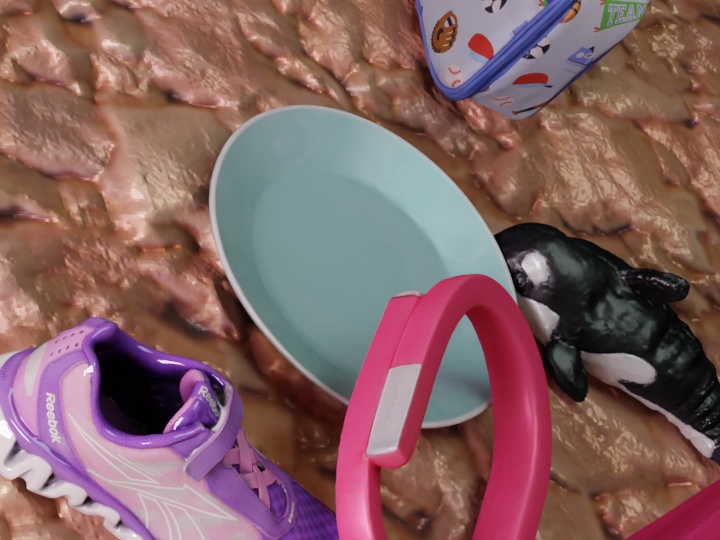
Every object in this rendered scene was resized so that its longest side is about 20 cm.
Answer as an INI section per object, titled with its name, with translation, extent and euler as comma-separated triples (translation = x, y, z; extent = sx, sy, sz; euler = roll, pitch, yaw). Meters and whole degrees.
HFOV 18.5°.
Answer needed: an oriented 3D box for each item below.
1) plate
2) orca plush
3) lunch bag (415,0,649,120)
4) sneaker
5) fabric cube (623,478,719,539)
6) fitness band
[plate]
translation = 0.000, 0.000, 1.185
extent = 0.199, 0.026, 0.201
euler = 23, 47, -26
[orca plush]
translation = 0.162, 0.037, 1.257
extent = 0.200, 0.071, 0.105
euler = 50, 41, 4
[lunch bag]
translation = 0.099, -0.205, 1.328
extent = 0.075, 0.160, 0.201
euler = 14, 51, -32
[sneaker]
translation = -0.076, 0.088, 1.002
extent = 0.200, 0.088, 0.081
euler = 34, 40, -18
[fabric cube]
translation = 0.144, 0.232, 0.995
extent = 0.199, 0.196, 0.201
euler = -28, 79, -46
[fitness band]
translation = 0.044, 0.095, 1.092
extent = 0.144, 0.037, 0.201
euler = 59, 37, -35
